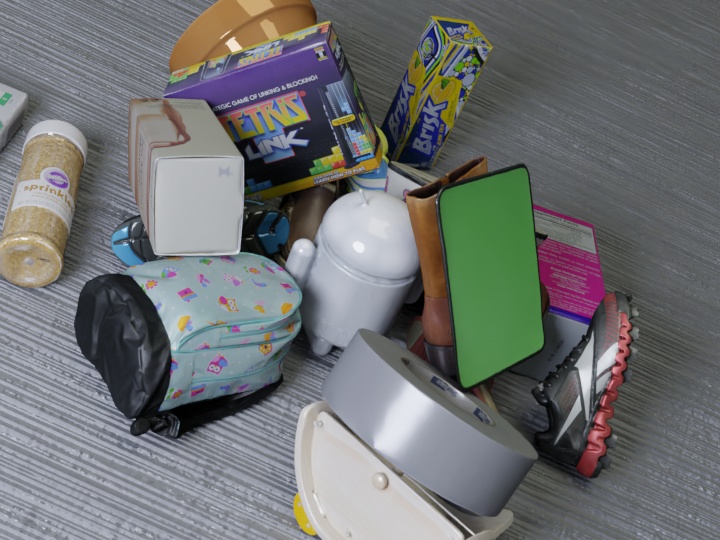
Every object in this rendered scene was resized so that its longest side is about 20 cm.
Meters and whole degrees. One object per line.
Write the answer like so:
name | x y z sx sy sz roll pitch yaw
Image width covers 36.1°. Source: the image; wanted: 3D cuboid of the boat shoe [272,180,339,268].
boat shoe | -0.061 -0.077 1.295 0.074 0.075 0.203 16 39 -12

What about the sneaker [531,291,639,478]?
sneaker | 0.238 0.114 1.183 0.097 0.202 0.071 15 -4 7

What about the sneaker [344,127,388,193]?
sneaker | -0.010 -0.138 1.377 0.105 0.076 0.201 36 20 -29

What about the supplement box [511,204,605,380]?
supplement box | 0.224 0.026 1.318 0.102 0.102 0.201 18 38 -9

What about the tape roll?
tape roll | 0.062 0.136 1.007 0.199 0.066 0.200 34 4 -3

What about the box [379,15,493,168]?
box | 0.094 -0.231 1.458 0.070 0.201 0.065 -1 44 -31

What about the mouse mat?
mouse mat | 0.132 0.004 1.091 0.007 0.202 0.160 3 15 41

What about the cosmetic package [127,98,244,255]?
cosmetic package | -0.180 -0.099 1.114 0.086 0.104 0.200 -2 23 -19

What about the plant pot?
plant pot | -0.119 -0.246 1.378 0.199 0.200 0.141 -23 74 -44

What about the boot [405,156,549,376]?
boot | 0.122 -0.019 1.129 0.187 0.202 0.068 -23 26 -32

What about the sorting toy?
sorting toy | 0.053 0.210 1.020 0.200 0.108 0.179 38 25 32

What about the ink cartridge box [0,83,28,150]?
ink cartridge box | -0.483 -0.174 1.190 0.199 0.050 0.162 23 38 -7

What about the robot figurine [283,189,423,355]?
robot figurine | 0.000 0.000 1.139 0.168 0.201 0.113 -1 44 -29

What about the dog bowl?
dog bowl | 0.108 -0.051 1.255 0.199 0.074 0.200 24 9 -4

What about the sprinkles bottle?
sprinkles bottle | -0.328 -0.073 1.144 0.068 0.069 0.201 13 40 -16

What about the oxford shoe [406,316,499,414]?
oxford shoe | 0.120 0.123 1.173 0.074 0.071 0.201 2 44 -31

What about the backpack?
backpack | -0.150 0.058 1.048 0.199 0.127 0.167 -5 44 -38

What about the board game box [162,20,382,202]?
board game box | -0.095 -0.168 1.236 0.198 0.166 0.057 -15 36 17

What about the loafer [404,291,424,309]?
loafer | 0.077 0.012 1.290 0.199 0.073 0.072 31 10 13

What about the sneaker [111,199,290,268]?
sneaker | -0.180 -0.038 1.205 0.198 0.074 0.082 -6 20 -30
